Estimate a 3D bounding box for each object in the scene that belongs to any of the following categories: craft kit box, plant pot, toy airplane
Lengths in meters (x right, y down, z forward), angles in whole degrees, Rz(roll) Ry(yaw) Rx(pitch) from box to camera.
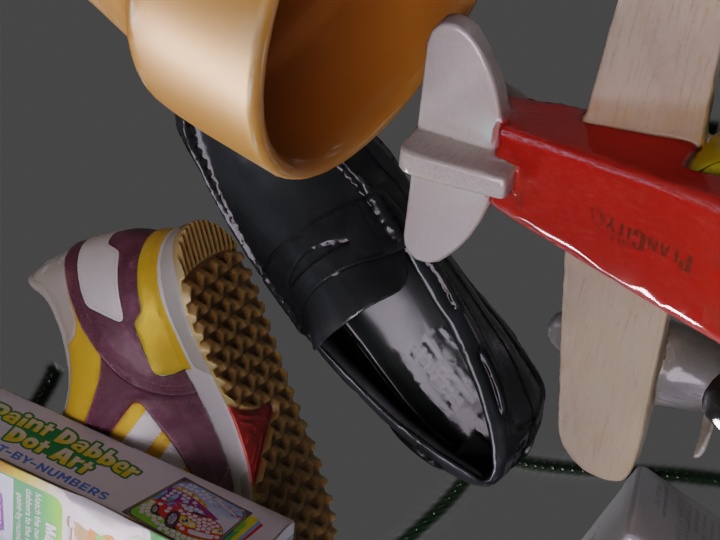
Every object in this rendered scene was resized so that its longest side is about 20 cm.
[{"bbox_3d":[-0.127,0.154,0.919,0.197,0.048,0.201,24,126,24],"label":"craft kit box"},{"bbox_3d":[-0.053,-0.162,0.765,0.183,0.200,0.201,30,114,16],"label":"plant pot"},{"bbox_3d":[0.113,-0.032,0.807,0.200,0.141,0.200,-29,88,49],"label":"toy airplane"}]

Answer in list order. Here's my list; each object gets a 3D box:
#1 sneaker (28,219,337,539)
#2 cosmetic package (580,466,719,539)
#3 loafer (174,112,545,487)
[{"bbox_3d":[-0.074,0.078,0.917,0.090,0.075,0.201,-8,104,26],"label":"sneaker"},{"bbox_3d":[0.164,0.183,0.898,0.200,0.071,0.102,36,112,-2],"label":"cosmetic package"},{"bbox_3d":[0.000,0.000,0.867,0.068,0.070,0.201,-37,99,21],"label":"loafer"}]
